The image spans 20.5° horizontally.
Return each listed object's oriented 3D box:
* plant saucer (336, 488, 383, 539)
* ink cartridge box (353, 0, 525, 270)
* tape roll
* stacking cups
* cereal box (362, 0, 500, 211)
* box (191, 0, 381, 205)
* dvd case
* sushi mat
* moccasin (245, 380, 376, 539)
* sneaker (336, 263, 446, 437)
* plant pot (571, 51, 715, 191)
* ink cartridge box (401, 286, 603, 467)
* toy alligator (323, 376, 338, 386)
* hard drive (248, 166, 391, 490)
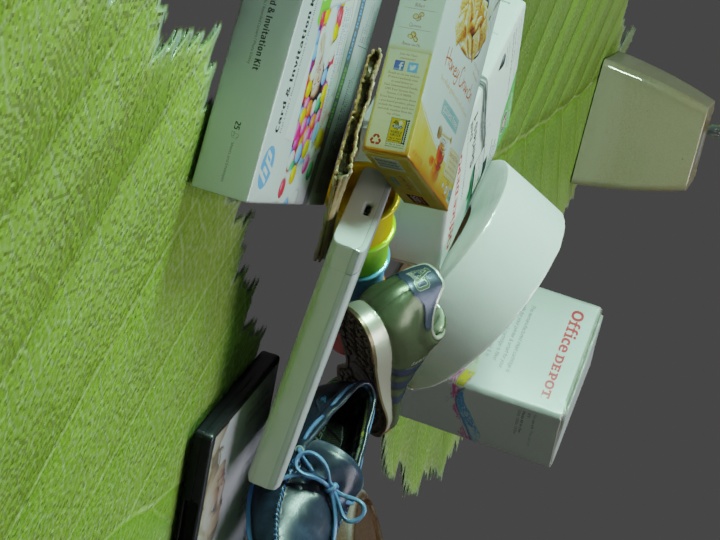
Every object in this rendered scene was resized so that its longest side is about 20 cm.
[{"bbox_3d":[-0.005,0.256,1.579,0.200,0.034,0.202,-5,90,-80],"label":"plant saucer"},{"bbox_3d":[0.064,-0.120,1.652,0.147,0.084,0.200,94,16,-47],"label":"ink cartridge box"},{"bbox_3d":[0.083,0.004,1.711,0.202,0.071,0.203,-46,-165,16],"label":"tape roll"},{"bbox_3d":[0.000,0.000,1.575,0.201,0.060,0.061,91,20,-53],"label":"stacking cups"},{"bbox_3d":[0.056,-0.156,1.393,0.144,0.039,0.201,41,63,-71],"label":"cereal box"},{"bbox_3d":[-0.042,-0.121,1.260,0.200,0.041,0.157,-2,109,-77],"label":"box"},{"bbox_3d":[-0.103,0.174,1.441,0.143,0.017,0.201,-52,156,-63],"label":"dvd case"},{"bbox_3d":[-0.009,-0.074,1.357,0.200,0.012,0.096,108,-3,-75],"label":"sushi mat"},{"bbox_3d":[-0.034,0.148,1.482,0.080,0.068,0.201,45,35,-28],"label":"moccasin"},{"bbox_3d":[0.033,0.062,1.589,0.090,0.067,0.200,-35,157,-16],"label":"sneaker"},{"bbox_3d":[0.455,-0.221,3.155,0.200,0.176,0.201,-36,141,-73],"label":"plant pot"},{"bbox_3d":[0.114,0.080,1.887,0.088,0.199,0.146,94,17,-48],"label":"ink cartridge box"},{"bbox_3d":[-0.006,0.114,1.749,0.055,0.059,0.200,65,16,-2],"label":"toy alligator"},{"bbox_3d":[-0.028,0.040,1.414,0.132,0.027,0.201,-69,180,-63],"label":"hard drive"}]
